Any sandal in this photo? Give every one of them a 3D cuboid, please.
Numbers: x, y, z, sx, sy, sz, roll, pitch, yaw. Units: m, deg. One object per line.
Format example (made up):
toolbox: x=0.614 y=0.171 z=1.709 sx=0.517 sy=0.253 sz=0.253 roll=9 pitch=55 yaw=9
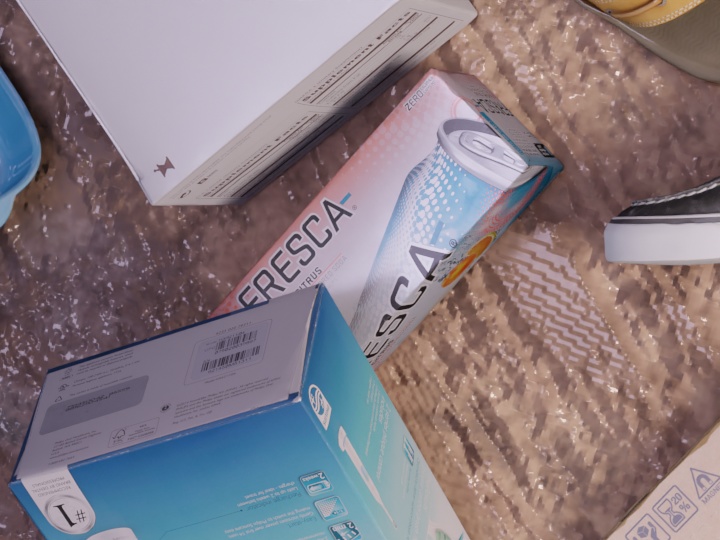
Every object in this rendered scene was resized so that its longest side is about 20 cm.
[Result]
sandal: x=0.126 y=-0.145 z=1.089 sx=0.200 sy=0.054 sz=0.080 roll=33 pitch=102 yaw=16

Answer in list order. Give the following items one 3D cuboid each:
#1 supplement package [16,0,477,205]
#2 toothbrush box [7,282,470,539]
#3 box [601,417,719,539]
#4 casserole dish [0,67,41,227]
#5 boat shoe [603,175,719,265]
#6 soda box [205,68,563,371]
supplement package: x=-0.073 y=-0.155 z=1.133 sx=0.156 sy=0.111 sz=0.200 roll=-38 pitch=80 yaw=17
toothbrush box: x=-0.042 y=0.123 z=1.094 sx=0.146 sy=0.085 sz=0.200 roll=-18 pitch=121 yaw=20
box: x=0.221 y=0.120 z=1.081 sx=0.164 sy=0.021 sz=0.200 roll=45 pitch=105 yaw=13
casserole dish: x=-0.246 y=-0.089 z=1.210 sx=0.121 sy=0.039 sz=0.200 roll=-31 pitch=80 yaw=-26
boat shoe: x=0.202 y=-0.042 z=1.061 sx=0.199 sy=0.071 sz=0.064 roll=-10 pitch=89 yaw=12
soda box: x=0.000 y=0.000 z=1.137 sx=0.068 sy=0.064 sz=0.200 roll=46 pitch=106 yaw=13
